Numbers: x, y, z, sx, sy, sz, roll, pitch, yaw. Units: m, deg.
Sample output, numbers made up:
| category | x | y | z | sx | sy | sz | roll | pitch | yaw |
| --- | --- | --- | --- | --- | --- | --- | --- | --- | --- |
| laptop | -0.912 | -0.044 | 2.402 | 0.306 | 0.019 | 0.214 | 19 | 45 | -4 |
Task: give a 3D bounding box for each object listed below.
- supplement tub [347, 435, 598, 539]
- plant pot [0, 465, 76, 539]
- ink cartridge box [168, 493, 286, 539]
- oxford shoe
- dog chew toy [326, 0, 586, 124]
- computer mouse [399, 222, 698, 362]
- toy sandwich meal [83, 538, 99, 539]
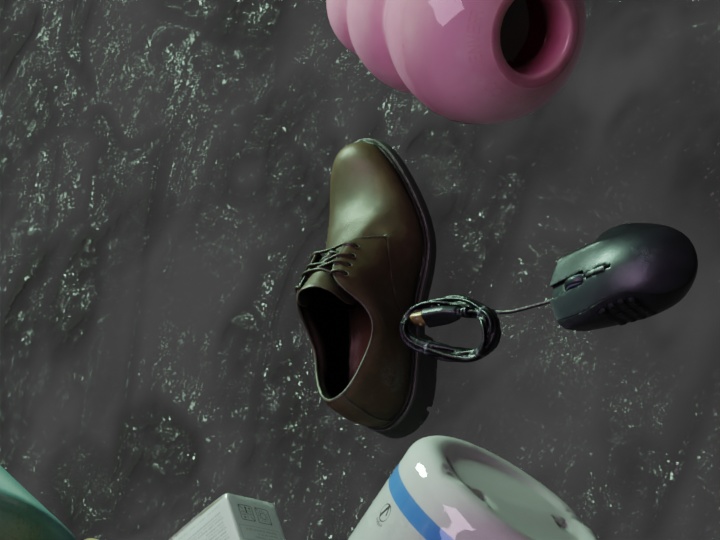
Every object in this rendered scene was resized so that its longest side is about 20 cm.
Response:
| category | x | y | z | sx | sy | sz | roll | pitch | yaw |
| --- | --- | --- | --- | --- | --- | --- | --- | --- | --- |
| supplement tub | 0.034 | 0.206 | 1.063 | 0.132 | 0.132 | 0.200 | 43 | 106 | 43 |
| plant pot | -0.324 | 0.204 | 1.353 | 0.196 | 0.200 | 0.197 | 28 | 95 | 50 |
| ink cartridge box | -0.077 | 0.256 | 1.210 | 0.109 | 0.050 | 0.200 | -41 | 52 | 26 |
| oxford shoe | 0.000 | 0.000 | 1.203 | 0.073 | 0.084 | 0.201 | -26 | 57 | 37 |
| dog chew toy | 0.049 | -0.162 | 1.193 | 0.200 | 0.124 | 0.125 | 24 | 92 | 54 |
| computer mouse | 0.104 | 0.014 | 1.115 | 0.200 | 0.034 | 0.059 | -18 | 64 | 31 |
| toy sandwich meal | -0.191 | 0.276 | 1.259 | 0.205 | 0.070 | 0.206 | 8 | 99 | 62 |
